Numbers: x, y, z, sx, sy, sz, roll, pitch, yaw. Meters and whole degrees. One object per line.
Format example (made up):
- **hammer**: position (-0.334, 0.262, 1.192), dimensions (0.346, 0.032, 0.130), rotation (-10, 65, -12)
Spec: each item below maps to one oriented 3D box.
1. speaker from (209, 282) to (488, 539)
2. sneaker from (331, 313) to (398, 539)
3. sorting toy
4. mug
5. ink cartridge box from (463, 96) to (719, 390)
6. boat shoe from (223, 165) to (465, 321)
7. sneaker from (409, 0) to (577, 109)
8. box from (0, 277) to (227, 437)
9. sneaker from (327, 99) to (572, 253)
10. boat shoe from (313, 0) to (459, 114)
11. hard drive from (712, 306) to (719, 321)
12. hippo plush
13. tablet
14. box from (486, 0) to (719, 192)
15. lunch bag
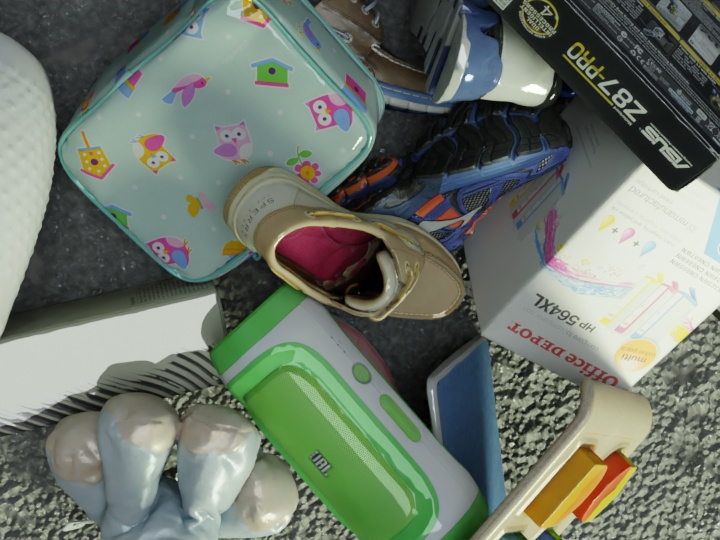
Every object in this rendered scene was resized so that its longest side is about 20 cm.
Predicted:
- **speaker**: position (-0.008, 0.106, 0.839), dimensions (0.088, 0.088, 0.200), rotation (-41, 91, -3)
- **sneaker**: position (0.007, 0.126, 0.923), dimensions (0.075, 0.105, 0.201), rotation (-26, 102, -4)
- **sorting toy**: position (0.124, 0.167, 0.852), dimensions (0.036, 0.185, 0.201), rotation (38, 98, 24)
- **mug**: position (-0.281, -0.074, 0.790), dimensions (0.200, 0.147, 0.177), rotation (43, 55, -48)
- **ink cartridge box**: position (0.168, -0.017, 0.889), dimensions (0.128, 0.126, 0.200), rotation (27, 121, -22)
- **boat shoe**: position (0.000, 0.000, 0.835), dimensions (0.199, 0.069, 0.074), rotation (21, 112, -38)
- **sneaker**: position (0.100, -0.164, 0.862), dimensions (0.114, 0.200, 0.081), rotation (14, 129, -14)
- **box**: position (-0.191, 0.059, 0.885), dimensions (0.198, 0.082, 0.069), rotation (-13, 102, -8)
- **sneaker**: position (0.064, -0.057, 0.899), dimensions (0.199, 0.076, 0.078), rotation (-22, 131, 32)
- **boat shoe**: position (-0.018, -0.162, 0.893), dimensions (0.198, 0.072, 0.073), rotation (15, 93, -13)
- **hard drive**: position (0.347, -0.040, 1.006), dimensions (0.139, 0.033, 0.200), rotation (38, 89, -14)
- **hippo plush**: position (-0.144, 0.187, 0.816), dimensions (0.199, 0.162, 0.159), rotation (-34, 121, 30)
- **tablet**: position (0.082, 0.159, 0.941), dimensions (0.014, 0.130, 0.202), rotation (-4, 100, 24)
- **box**: position (0.167, -0.169, 0.788), dimensions (0.200, 0.049, 0.161), rotation (44, 52, -3)
- **lunch bag**: position (-0.091, -0.091, 0.851), dimensions (0.199, 0.077, 0.160), rotation (-36, 114, 27)
